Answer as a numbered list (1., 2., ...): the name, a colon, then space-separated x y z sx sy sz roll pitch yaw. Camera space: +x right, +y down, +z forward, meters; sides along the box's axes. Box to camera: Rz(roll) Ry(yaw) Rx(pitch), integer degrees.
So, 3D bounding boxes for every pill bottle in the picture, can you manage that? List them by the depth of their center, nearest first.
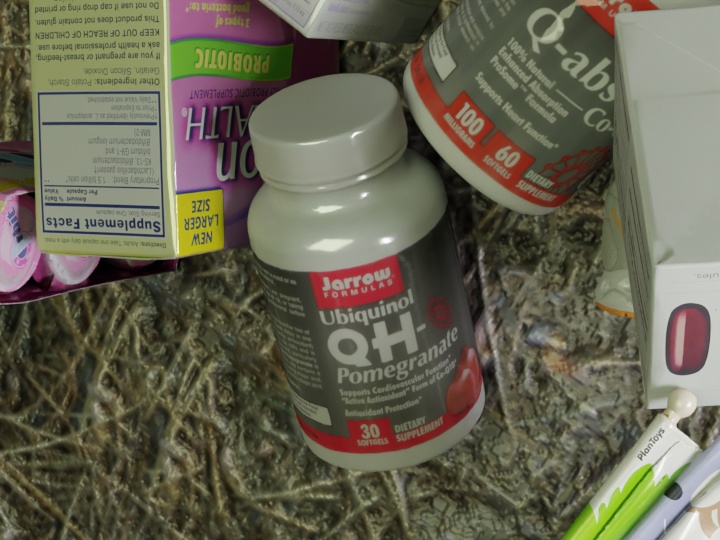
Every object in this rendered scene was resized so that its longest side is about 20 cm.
1. pill bottle: 0.123 -0.134 0.864 0.116 0.116 0.200 49 117 12
2. pill bottle: 0.000 0.000 0.908 0.110 0.111 0.202 1 123 25

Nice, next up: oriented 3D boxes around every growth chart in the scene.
1. growth chart: 0.188 0.144 0.763 0.199 0.018 0.145 33 92 -6

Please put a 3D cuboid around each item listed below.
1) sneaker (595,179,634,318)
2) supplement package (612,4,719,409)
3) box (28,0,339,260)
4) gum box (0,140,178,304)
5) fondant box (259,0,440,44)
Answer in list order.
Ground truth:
1. sneaker: 0.215 -0.025 0.866 0.198 0.076 0.093 -3 90 24
2. supplement package: 0.223 -0.034 0.769 0.198 0.111 0.157 -4 52 5
3. box: -0.094 -0.115 0.938 0.096 0.175 0.202 3 97 29
4. gum box: -0.204 -0.033 0.987 0.112 0.200 0.067 14 102 24
5. fondant box: 0.032 -0.220 0.887 0.058 0.144 0.201 38 110 17
